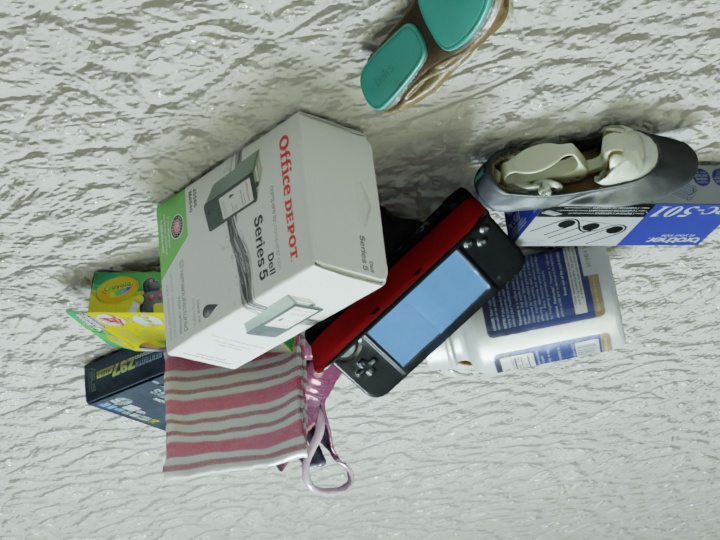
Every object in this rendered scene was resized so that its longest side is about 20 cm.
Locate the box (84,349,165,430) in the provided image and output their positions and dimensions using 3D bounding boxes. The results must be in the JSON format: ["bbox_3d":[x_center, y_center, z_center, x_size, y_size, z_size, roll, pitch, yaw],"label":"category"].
[{"bbox_3d":[-0.179,0.125,1.803,0.157,0.051,0.200,-22,152,26],"label":"box"}]

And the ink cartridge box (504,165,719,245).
[{"bbox_3d":[0.244,-0.061,1.539,0.199,0.044,0.094,-1,156,-18],"label":"ink cartridge box"}]

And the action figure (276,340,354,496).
[{"bbox_3d":[-0.056,0.116,1.705,0.134,0.149,0.201,2,123,-43],"label":"action figure"}]

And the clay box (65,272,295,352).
[{"bbox_3d":[-0.173,0.040,1.587,0.199,0.048,0.115,1,159,18],"label":"clay box"}]

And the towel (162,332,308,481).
[{"bbox_3d":[-0.126,0.110,1.612,0.146,0.201,0.030,-12,140,9],"label":"towel"}]

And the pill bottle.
[{"bbox_3d":[0.160,0.042,1.657,0.199,0.111,0.111,-12,156,7],"label":"pill bottle"}]

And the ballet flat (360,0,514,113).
[{"bbox_3d":[0.070,-0.179,1.212,0.072,0.068,0.200,-18,164,-32],"label":"ballet flat"}]

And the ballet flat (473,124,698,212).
[{"bbox_3d":[0.198,-0.091,1.433,0.199,0.073,0.073,-7,156,3],"label":"ballet flat"}]

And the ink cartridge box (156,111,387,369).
[{"bbox_3d":[-0.080,-0.022,1.394,0.084,0.146,0.200,16,146,-40],"label":"ink cartridge box"}]

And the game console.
[{"bbox_3d":[0.058,0.036,1.460,0.200,0.119,0.172,-42,130,4],"label":"game console"}]

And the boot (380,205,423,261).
[{"bbox_3d":[0.000,0.000,1.575,0.138,0.078,0.200,-22,140,36],"label":"boot"}]

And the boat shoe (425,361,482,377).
[{"bbox_3d":[0.100,0.086,1.782,0.200,0.071,0.069,14,146,-43],"label":"boat shoe"}]
